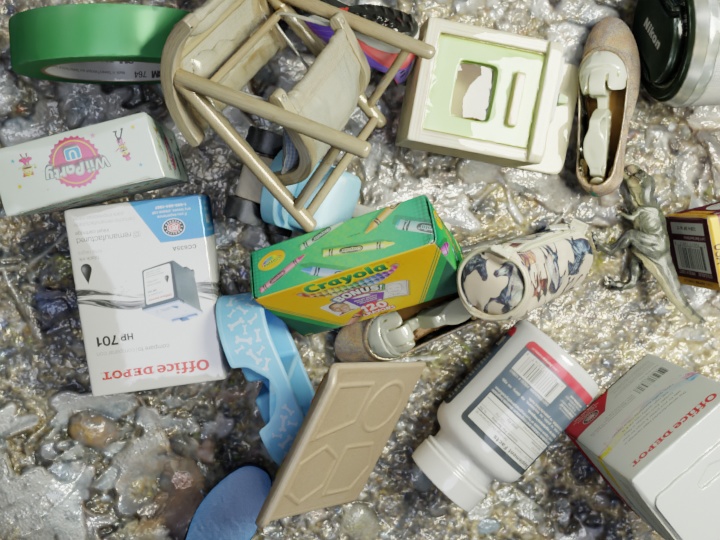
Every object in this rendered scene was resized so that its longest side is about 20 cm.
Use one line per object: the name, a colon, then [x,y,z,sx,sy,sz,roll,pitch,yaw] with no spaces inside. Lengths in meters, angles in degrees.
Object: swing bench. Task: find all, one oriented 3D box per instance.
swing bench: [-0.065,-0.184,0.814,0.200,0.130,0.199,35,48,-5]

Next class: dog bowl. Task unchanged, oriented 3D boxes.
dog bowl: [-0.093,0.113,0.924,0.049,0.111,0.201,-19,101,7]

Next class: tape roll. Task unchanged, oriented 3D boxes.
tape roll: [-0.241,-0.220,0.846,0.200,0.200,0.048,-1,95,-5]

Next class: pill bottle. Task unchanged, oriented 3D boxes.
pill bottle: [0.157,0.165,0.956,0.120,0.120,0.200,43,90,-7]

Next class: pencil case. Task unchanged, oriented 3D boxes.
pencil case: [0.179,-0.003,0.910,0.078,0.200,0.090,21,111,30]

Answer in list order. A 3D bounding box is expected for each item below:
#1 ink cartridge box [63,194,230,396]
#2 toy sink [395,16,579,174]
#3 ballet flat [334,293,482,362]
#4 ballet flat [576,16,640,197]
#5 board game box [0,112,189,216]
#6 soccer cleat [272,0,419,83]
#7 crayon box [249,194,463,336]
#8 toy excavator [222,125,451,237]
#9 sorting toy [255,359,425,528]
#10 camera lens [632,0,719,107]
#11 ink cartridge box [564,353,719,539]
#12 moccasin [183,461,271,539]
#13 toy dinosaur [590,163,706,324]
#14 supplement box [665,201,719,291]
ink cartridge box: [-0.226,0.024,0.927,0.146,0.086,0.201,-8,94,-5]
toy sink: [0.151,-0.184,0.930,0.199,0.112,0.131,11,94,-6]
ballet flat: [0.064,0.056,0.956,0.199,0.067,0.068,-25,100,-2]
ballet flat: [0.272,-0.181,0.950,0.068,0.067,0.201,3,100,31]
board game box: [-0.261,-0.102,0.854,0.147,0.200,0.064,-15,97,-4]
soccer cleat: [-0.031,-0.262,0.924,0.200,0.073,0.068,23,57,15]
crayon box: [0.000,0.000,0.892,0.199,0.119,0.058,-17,61,17]
toy excavator: [-0.018,-0.067,0.922,0.199,0.194,0.100,20,93,22]
sorting toy: [-0.021,0.174,0.905,0.036,0.200,0.186,32,104,28]
camera lens: [0.410,-0.262,0.922,0.199,0.160,0.161,-5,95,-5]
ink cartridge box: [0.349,0.205,0.936,0.145,0.200,0.145,-40,97,-1]
moccasin: [-0.168,0.301,0.966,0.080,0.068,0.200,34,90,1]
toy dinosaur: [0.321,-0.021,0.983,0.088,0.047,0.201,-20,87,15]
supplement box: [0.469,-0.044,0.971,0.199,0.110,0.086,-14,96,-4]
